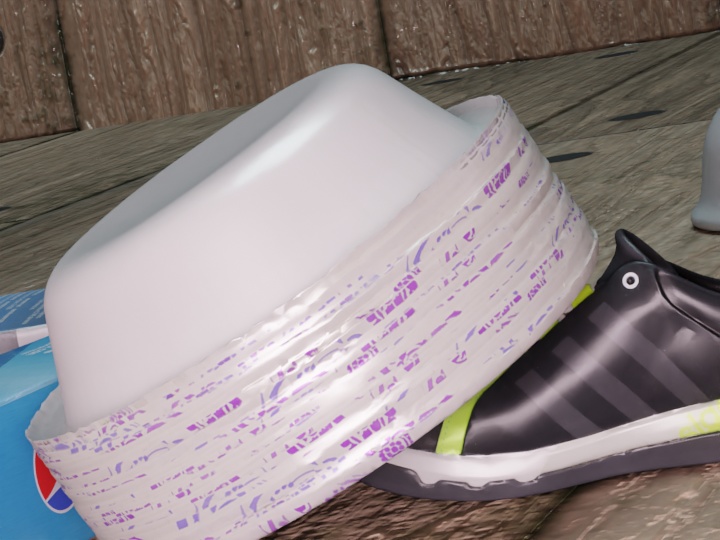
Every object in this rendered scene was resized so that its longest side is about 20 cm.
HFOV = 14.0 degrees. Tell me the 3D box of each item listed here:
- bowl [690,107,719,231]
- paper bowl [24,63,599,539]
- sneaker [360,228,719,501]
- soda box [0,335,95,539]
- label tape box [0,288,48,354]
[{"bbox_3d":[0.273,-0.084,1.622,0.200,0.091,0.201,-11,7,1],"label":"bowl"},{"bbox_3d":[-0.027,0.007,0.999,0.200,0.105,0.201,-34,10,7],"label":"paper bowl"},{"bbox_3d":[0.087,0.027,1.028,0.199,0.083,0.072,-9,7,6],"label":"sneaker"},{"bbox_3d":[-0.123,0.067,1.094,0.068,0.064,0.200,-6,7,26],"label":"soda box"},{"bbox_3d":[-0.086,0.035,1.289,0.199,0.064,0.144,-9,7,6],"label":"label tape box"}]
